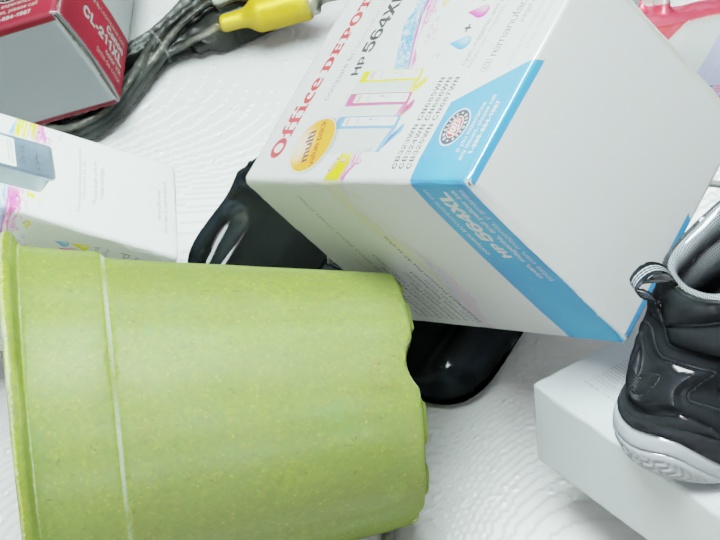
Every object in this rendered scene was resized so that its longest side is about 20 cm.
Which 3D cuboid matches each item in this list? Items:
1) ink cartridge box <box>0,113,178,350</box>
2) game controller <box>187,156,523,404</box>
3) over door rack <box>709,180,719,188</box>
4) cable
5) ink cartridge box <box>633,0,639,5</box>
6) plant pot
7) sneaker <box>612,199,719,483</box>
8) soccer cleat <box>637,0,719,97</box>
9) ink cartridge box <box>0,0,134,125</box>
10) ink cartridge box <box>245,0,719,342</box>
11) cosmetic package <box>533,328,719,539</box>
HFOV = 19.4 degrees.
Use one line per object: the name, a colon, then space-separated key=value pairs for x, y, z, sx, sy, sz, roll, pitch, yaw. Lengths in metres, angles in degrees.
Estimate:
ink cartridge box: x=-0.208 y=-0.024 z=1.089 sx=0.199 sy=0.117 sz=0.068 roll=16 pitch=47 yaw=-24
game controller: x=0.000 y=0.000 z=1.139 sx=0.200 sy=0.042 sz=0.105 roll=23 pitch=75 yaw=29
over door rack: x=0.221 y=-0.024 z=1.022 sx=0.199 sy=0.067 sz=0.148 roll=-5 pitch=29 yaw=-13
cable: x=-0.110 y=-0.152 z=1.272 sx=0.199 sy=0.050 sz=0.097 roll=-25 pitch=53 yaw=-7
ink cartridge box: x=0.092 y=-0.164 z=1.211 sx=0.116 sy=0.067 sz=0.200 roll=25 pitch=67 yaw=30
plant pot: x=-0.068 y=0.070 z=1.013 sx=0.189 sy=0.200 sz=0.201 roll=-7 pitch=50 yaw=-5
sneaker: x=0.206 y=0.020 z=0.910 sx=0.199 sy=0.114 sz=0.076 roll=-12 pitch=34 yaw=-10
soccer cleat: x=0.214 y=-0.119 z=1.165 sx=0.199 sy=0.077 sz=0.067 roll=-5 pitch=15 yaw=-9
ink cartridge box: x=-0.214 y=-0.183 z=1.287 sx=0.145 sy=0.083 sz=0.201 roll=-14 pitch=49 yaw=20
ink cartridge box: x=0.052 y=-0.057 z=1.020 sx=0.200 sy=0.125 sz=0.129 roll=4 pitch=58 yaw=52
cosmetic package: x=0.199 y=0.084 z=0.963 sx=0.150 sy=0.052 sz=0.200 roll=-27 pitch=39 yaw=-25
